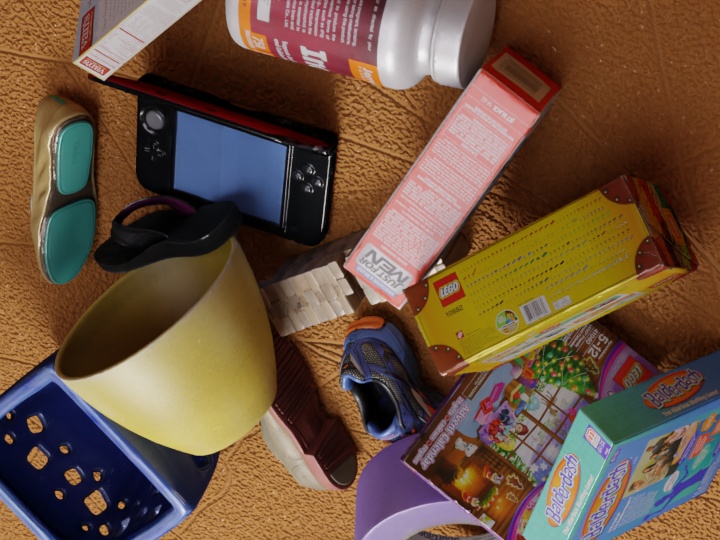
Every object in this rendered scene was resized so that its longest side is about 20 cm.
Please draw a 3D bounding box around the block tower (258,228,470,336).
[{"bbox_3d":[0.000,0.000,1.529,0.199,0.058,0.054,-20,110,34],"label":"block tower"}]

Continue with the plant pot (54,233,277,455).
[{"bbox_3d":[-0.154,0.081,1.530,0.199,0.201,0.142,-20,117,36],"label":"plant pot"}]

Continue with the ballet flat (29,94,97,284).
[{"bbox_3d":[-0.289,-0.081,1.634,0.063,0.068,0.202,42,134,35],"label":"ballet flat"}]

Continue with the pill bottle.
[{"bbox_3d":[0.001,-0.210,1.352,0.198,0.113,0.114,17,127,18],"label":"pill bottle"}]

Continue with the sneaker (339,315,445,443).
[{"bbox_3d":[0.039,0.140,1.580,0.075,0.079,0.200,-25,112,39],"label":"sneaker"}]

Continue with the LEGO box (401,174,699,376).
[{"bbox_3d":[0.154,0.006,1.347,0.199,0.149,0.078,-28,80,18],"label":"LEGO box"}]

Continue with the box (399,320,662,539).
[{"bbox_3d":[0.147,0.126,1.460,0.136,0.201,0.039,37,174,0],"label":"box"}]

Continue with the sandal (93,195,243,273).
[{"bbox_3d":[-0.185,-0.044,1.568,0.199,0.076,0.048,-10,124,46],"label":"sandal"}]

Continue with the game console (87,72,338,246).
[{"bbox_3d":[-0.132,-0.096,1.494,0.198,0.119,0.174,19,127,16],"label":"game console"}]

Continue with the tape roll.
[{"bbox_3d":[0.092,0.242,1.571,0.197,0.086,0.201,1,134,1],"label":"tape roll"}]

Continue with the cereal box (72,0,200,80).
[{"bbox_3d":[-0.160,-0.263,1.387,0.039,0.145,0.199,27,139,-33],"label":"cereal box"}]

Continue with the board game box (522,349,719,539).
[{"bbox_3d":[0.239,0.153,1.412,0.045,0.199,0.153,46,135,31],"label":"board game box"}]

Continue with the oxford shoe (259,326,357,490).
[{"bbox_3d":[-0.082,0.137,1.653,0.074,0.070,0.201,-15,111,41],"label":"oxford shoe"}]

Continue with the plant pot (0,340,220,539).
[{"bbox_3d":[-0.246,0.154,1.677,0.200,0.180,0.199,48,129,-8],"label":"plant pot"}]

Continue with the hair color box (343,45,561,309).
[{"bbox_3d":[0.075,-0.076,1.369,0.064,0.111,0.201,37,113,2],"label":"hair color box"}]
